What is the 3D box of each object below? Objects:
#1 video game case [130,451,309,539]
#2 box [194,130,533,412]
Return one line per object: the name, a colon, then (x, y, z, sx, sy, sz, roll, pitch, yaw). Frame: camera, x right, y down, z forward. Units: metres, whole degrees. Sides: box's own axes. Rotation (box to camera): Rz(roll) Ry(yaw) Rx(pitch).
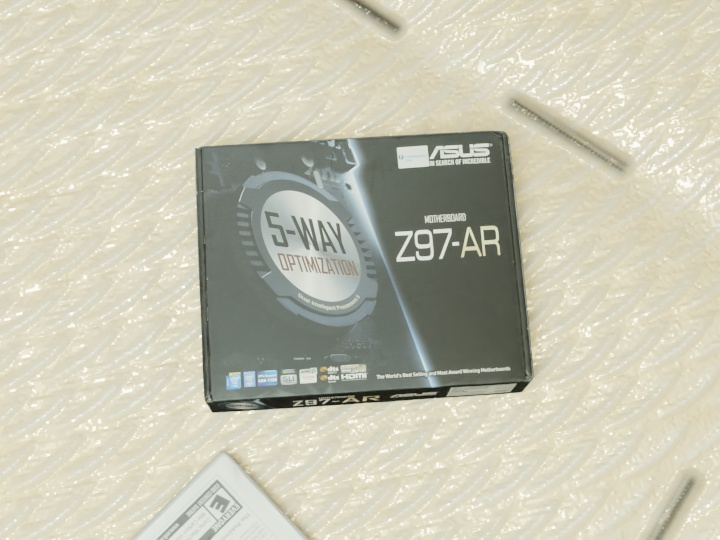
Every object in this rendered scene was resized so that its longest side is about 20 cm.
video game case: (-0.089, 0.239, 0.748, 0.200, 0.023, 0.182, -43, 80, -13)
box: (0.000, 0.000, 0.804, 0.198, 0.044, 0.162, -3, 75, -3)
